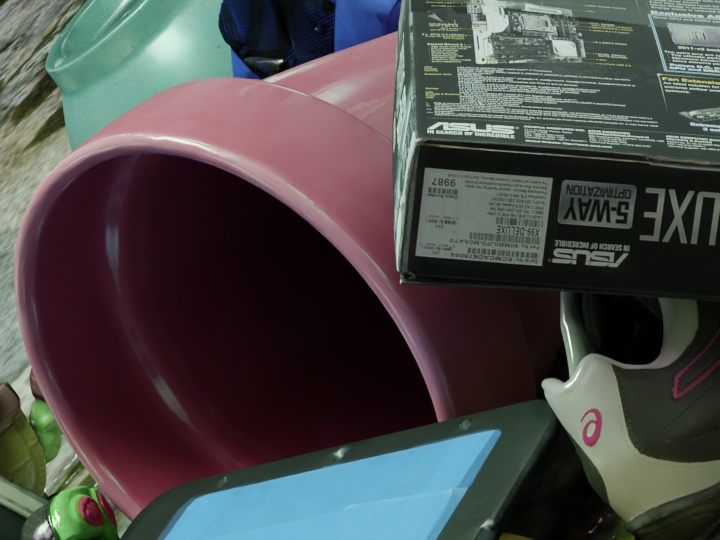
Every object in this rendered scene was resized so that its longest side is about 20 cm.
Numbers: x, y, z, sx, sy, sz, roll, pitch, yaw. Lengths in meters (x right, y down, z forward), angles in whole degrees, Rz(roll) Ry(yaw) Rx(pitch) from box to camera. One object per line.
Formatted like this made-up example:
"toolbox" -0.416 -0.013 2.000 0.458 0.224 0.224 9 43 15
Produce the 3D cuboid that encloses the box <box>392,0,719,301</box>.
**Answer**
"box" 0.110 -0.044 0.877 0.158 0.199 0.050 -91 5 -65

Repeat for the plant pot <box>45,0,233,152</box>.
"plant pot" -0.086 -0.107 1.479 0.200 0.134 0.200 -39 19 16

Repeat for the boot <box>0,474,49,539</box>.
"boot" -0.222 0.147 1.160 0.073 0.203 0.154 111 178 -75

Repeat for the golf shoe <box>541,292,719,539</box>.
"golf shoe" 0.115 0.010 0.892 0.077 0.088 0.200 -34 20 32

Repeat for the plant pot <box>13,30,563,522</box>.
"plant pot" 0.000 0.000 1.017 0.200 0.200 0.179 -25 12 45

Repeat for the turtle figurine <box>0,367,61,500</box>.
"turtle figurine" -0.185 0.038 1.295 0.200 0.194 0.144 -51 18 -28

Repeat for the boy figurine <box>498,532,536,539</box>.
"boy figurine" 0.068 0.132 0.769 0.124 0.064 0.200 -45 21 9

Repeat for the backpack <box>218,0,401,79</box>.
"backpack" 0.028 -0.102 1.180 0.162 0.168 0.200 -35 -21 -25

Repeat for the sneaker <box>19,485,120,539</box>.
"sneaker" -0.131 0.145 1.053 0.084 0.077 0.200 -17 -20 -22

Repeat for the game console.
"game console" -0.066 0.087 0.842 0.200 0.176 0.117 -17 60 42
